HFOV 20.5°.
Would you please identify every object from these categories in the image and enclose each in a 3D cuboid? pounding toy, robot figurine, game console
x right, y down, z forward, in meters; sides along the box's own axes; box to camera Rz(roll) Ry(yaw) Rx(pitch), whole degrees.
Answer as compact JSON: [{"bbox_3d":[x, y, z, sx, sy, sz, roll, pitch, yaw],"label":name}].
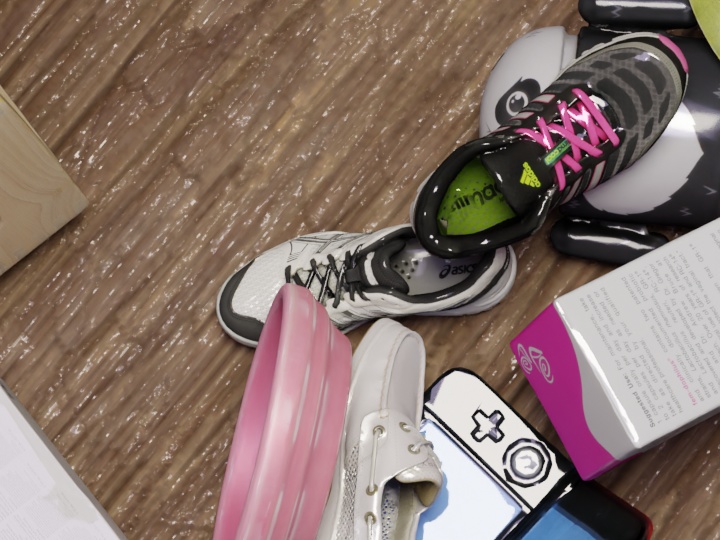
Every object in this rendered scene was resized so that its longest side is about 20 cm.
[{"bbox_3d":[-0.281,-0.065,1.289,0.142,0.200,0.184,-38,64,-4],"label":"pounding toy"},{"bbox_3d":[0.176,-0.091,1.272,0.200,0.125,0.150,7,69,6],"label":"robot figurine"},{"bbox_3d":[0.052,0.175,1.231,0.172,0.119,0.200,44,84,11],"label":"game console"}]

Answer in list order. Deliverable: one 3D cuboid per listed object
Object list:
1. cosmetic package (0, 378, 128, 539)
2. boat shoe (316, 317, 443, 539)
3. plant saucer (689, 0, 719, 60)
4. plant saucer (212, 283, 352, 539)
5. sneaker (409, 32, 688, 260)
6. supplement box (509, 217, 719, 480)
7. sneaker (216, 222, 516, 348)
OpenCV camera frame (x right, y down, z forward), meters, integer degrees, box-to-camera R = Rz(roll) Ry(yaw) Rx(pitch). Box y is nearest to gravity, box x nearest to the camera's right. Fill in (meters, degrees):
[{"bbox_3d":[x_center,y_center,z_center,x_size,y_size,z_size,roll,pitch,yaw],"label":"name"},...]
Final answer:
[{"bbox_3d":[-0.209,0.168,1.288,0.083,0.051,0.200,-38,78,-6],"label":"cosmetic package"},{"bbox_3d":[0.021,0.126,1.227,0.069,0.071,0.200,-2,67,32],"label":"boat shoe"},{"bbox_3d":[0.292,-0.168,1.266,0.200,0.031,0.200,17,55,-26],"label":"plant saucer"},{"bbox_3d":[-0.047,0.110,1.216,0.051,0.201,0.201,13,79,-8],"label":"plant saucer"},{"bbox_3d":[0.109,-0.066,1.181,0.200,0.087,0.074,-34,96,17],"label":"sneaker"},{"bbox_3d":[0.207,0.034,1.198,0.200,0.101,0.103,-26,80,-19],"label":"supplement box"},{"bbox_3d":[0.000,0.000,1.288,0.200,0.088,0.076,-12,79,4],"label":"sneaker"}]
